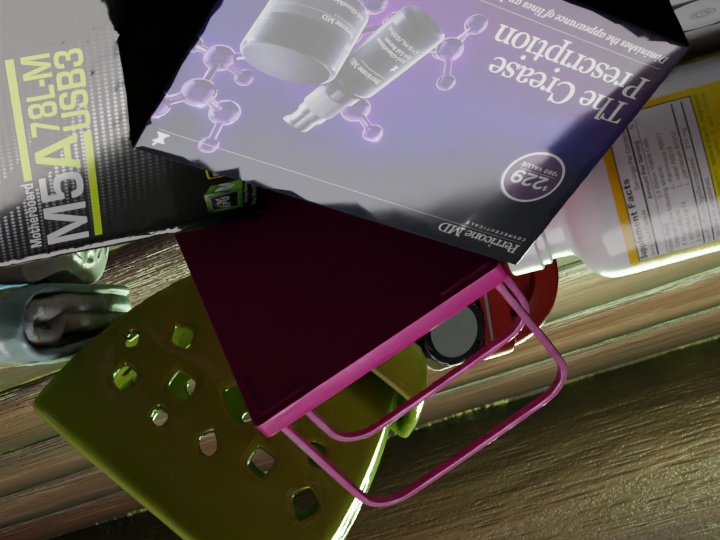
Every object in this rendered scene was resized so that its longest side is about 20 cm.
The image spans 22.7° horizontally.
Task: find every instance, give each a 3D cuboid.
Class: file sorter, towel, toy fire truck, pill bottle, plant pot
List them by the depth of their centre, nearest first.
[{"bbox_3d":[0.000,0.000,0.941,0.138,0.201,0.126,-34,138,7],"label":"file sorter"},{"bbox_3d":[0.169,-0.058,0.973,0.198,0.105,0.104,-15,169,9],"label":"pill bottle"},{"bbox_3d":[-0.247,0.042,1.128,0.169,0.049,0.200,-10,177,13],"label":"towel"},{"bbox_3d":[-0.068,0.091,1.143,0.182,0.199,0.199,-52,173,-10],"label":"plant pot"},{"bbox_3d":[0.089,-0.047,1.193,0.198,0.178,0.128,-16,-164,-24],"label":"toy fire truck"}]

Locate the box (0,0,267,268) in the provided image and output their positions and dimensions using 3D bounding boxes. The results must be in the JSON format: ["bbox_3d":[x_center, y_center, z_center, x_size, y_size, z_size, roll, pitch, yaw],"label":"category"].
[{"bbox_3d":[-0.140,-0.086,0.822,0.191,0.048,0.201,-13,142,-14],"label":"box"}]

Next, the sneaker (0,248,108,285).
[{"bbox_3d":[-0.251,-0.030,1.139,0.145,0.081,0.200,4,-174,10],"label":"sneaker"}]

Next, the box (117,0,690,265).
[{"bbox_3d":[0.016,-0.097,0.767,0.198,0.079,0.141,15,132,-28],"label":"box"}]

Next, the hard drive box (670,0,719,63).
[{"bbox_3d":[0.149,-0.152,0.958,0.199,0.078,0.155,-19,167,27],"label":"hard drive box"}]

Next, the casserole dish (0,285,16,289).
[{"bbox_3d":[-0.306,-0.002,1.232,0.198,0.039,0.121,-10,173,-15],"label":"casserole dish"}]
